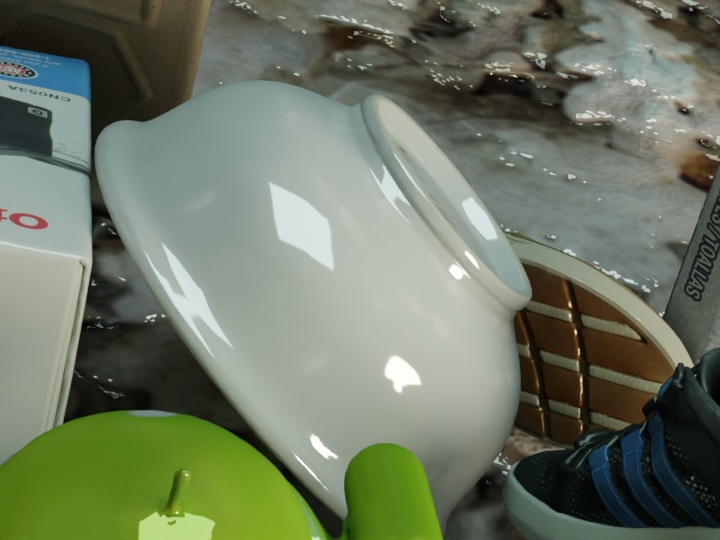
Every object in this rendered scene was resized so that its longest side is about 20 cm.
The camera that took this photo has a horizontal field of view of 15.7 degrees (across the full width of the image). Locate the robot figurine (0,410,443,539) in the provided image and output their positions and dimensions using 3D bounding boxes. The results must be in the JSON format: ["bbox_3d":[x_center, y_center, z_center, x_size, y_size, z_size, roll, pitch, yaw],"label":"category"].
[{"bbox_3d":[-0.052,0.118,0.769,0.175,0.200,0.116,-22,54,5],"label":"robot figurine"}]

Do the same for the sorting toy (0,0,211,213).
[{"bbox_3d":[-0.151,-0.123,1.058,0.184,0.200,0.037,15,43,-1],"label":"sorting toy"}]

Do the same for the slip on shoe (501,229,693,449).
[{"bbox_3d":[0.051,0.015,1.068,0.199,0.076,0.061,19,21,22],"label":"slip on shoe"}]

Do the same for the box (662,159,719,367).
[{"bbox_3d":[0.203,-0.007,1.044,0.114,0.200,0.132,28,37,18],"label":"box"}]

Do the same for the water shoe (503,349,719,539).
[{"bbox_3d":[0.129,0.066,0.942,0.071,0.079,0.200,-10,8,-38],"label":"water shoe"}]

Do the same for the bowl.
[{"bbox_3d":[0.000,0.000,0.958,0.201,0.090,0.201,50,12,-14],"label":"bowl"}]

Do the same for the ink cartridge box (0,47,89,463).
[{"bbox_3d":[-0.176,-0.019,0.963,0.145,0.084,0.200,10,22,-10],"label":"ink cartridge box"}]
